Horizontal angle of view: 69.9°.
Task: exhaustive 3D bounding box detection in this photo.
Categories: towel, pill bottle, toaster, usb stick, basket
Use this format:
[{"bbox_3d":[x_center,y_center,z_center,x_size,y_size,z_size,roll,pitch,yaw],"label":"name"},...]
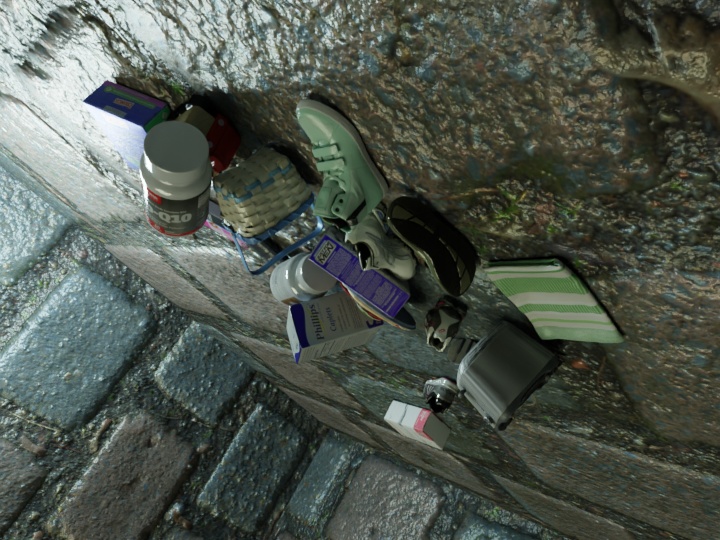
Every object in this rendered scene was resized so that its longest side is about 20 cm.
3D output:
[{"bbox_3d":[0.307,0.052,0.830,0.200,0.023,0.152,45,153,-25],"label":"towel"},{"bbox_3d":[-0.309,-0.148,0.866,0.113,0.114,0.200,33,150,-2],"label":"pill bottle"},{"bbox_3d":[0.272,0.185,0.957,0.129,0.200,0.114,41,161,26],"label":"toaster"},{"bbox_3d":[-0.208,-0.025,1.315,0.055,0.033,0.200,-29,120,31],"label":"usb stick"},{"bbox_3d":[-0.131,0.018,1.208,0.114,0.115,0.200,39,156,-16],"label":"pill bottle"},{"bbox_3d":[-0.163,-0.109,0.941,0.139,0.176,0.201,29,148,47],"label":"basket"}]

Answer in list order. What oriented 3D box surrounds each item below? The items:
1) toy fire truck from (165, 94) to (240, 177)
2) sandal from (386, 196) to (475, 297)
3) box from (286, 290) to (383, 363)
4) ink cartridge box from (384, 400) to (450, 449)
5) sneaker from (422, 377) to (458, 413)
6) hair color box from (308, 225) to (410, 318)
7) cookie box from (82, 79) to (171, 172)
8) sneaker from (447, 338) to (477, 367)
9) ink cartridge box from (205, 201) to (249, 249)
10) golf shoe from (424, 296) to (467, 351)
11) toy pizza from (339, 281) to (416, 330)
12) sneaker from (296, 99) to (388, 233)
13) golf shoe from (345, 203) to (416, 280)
[{"bbox_3d":[-0.282,-0.204,0.980,0.199,0.130,0.175,34,159,-33],"label":"toy fire truck"},{"bbox_3d":[0.117,-0.043,0.839,0.201,0.080,0.057,48,171,-17],"label":"sandal"},{"bbox_3d":[-0.067,0.130,1.224,0.184,0.198,0.106,115,138,-67],"label":"box"},{"bbox_3d":[0.206,0.563,1.889,0.199,0.083,0.147,2,142,50],"label":"ink cartridge box"},{"bbox_3d":[0.217,0.366,1.482,0.073,0.088,0.200,32,157,0],"label":"sneaker"},{"bbox_3d":[0.000,0.000,1.011,0.199,0.065,0.109,37,-168,-6],"label":"hair color box"},{"bbox_3d":[-0.450,-0.277,1.084,0.170,0.076,0.201,25,156,18],"label":"cookie box"},{"bbox_3d":[0.294,0.215,1.114,0.115,0.081,0.199,44,162,-33],"label":"sneaker"},{"bbox_3d":[-0.365,-0.133,1.317,0.199,0.037,0.095,32,157,9],"label":"ink cartridge box"},{"bbox_3d":[0.163,0.129,1.088,0.077,0.089,0.200,25,157,12],"label":"golf shoe"},{"bbox_3d":[0.031,0.068,1.081,0.199,0.032,0.200,35,-170,-7],"label":"toy pizza"},{"bbox_3d":[-0.045,-0.147,0.767,0.073,0.119,0.201,4,143,51],"label":"sneaker"},{"bbox_3d":[0.031,-0.029,0.932,0.078,0.098,0.200,7,148,42],"label":"golf shoe"}]
